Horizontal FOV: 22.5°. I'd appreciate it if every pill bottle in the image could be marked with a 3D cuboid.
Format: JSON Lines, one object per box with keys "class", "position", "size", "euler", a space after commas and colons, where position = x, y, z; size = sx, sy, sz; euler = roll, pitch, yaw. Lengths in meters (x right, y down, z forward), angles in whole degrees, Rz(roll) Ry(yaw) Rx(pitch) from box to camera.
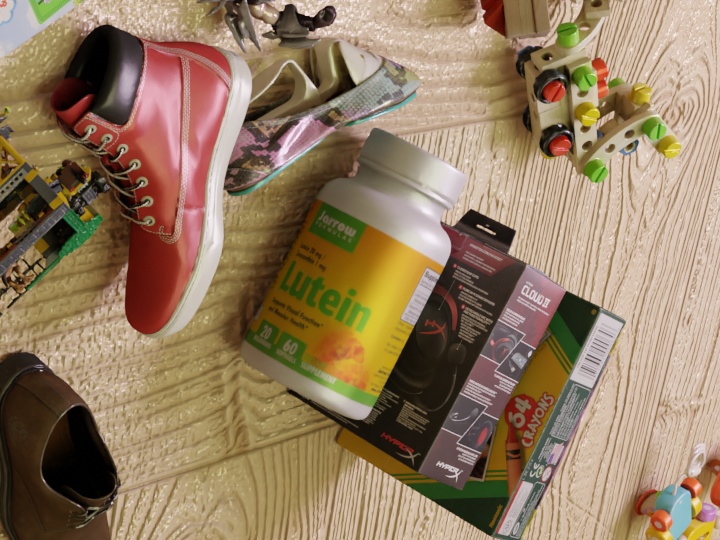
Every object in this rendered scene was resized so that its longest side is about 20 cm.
{"class": "pill bottle", "position": [0.000, 0.000, 1.366], "size": [0.111, 0.111, 0.201], "euler": [27, 90, -53]}

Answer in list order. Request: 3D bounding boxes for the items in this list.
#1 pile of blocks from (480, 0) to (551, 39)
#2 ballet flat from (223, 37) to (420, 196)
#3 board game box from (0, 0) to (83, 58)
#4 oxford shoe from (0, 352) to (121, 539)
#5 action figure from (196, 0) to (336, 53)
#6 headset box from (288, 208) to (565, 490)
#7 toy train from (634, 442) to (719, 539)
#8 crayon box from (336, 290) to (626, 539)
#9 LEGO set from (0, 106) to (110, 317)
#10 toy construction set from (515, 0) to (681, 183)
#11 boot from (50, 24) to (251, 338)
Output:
{"class": "pile of blocks", "position": [0.104, -0.267, 1.386], "size": [0.062, 0.082, 0.201], "euler": [-7, 116, 2]}
{"class": "ballet flat", "position": [-0.035, -0.123, 1.299], "size": [0.199, 0.069, 0.072], "euler": [-32, 114, -34]}
{"class": "board game box", "position": [-0.226, -0.196, 1.045], "size": [0.200, 0.036, 0.152], "euler": [-40, 138, -26]}
{"class": "oxford shoe", "position": [-0.202, 0.156, 1.246], "size": [0.073, 0.084, 0.201], "euler": [-39, 139, -30]}
{"class": "action figure", "position": [-0.035, -0.225, 1.229], "size": [0.199, 0.069, 0.131], "euler": [-33, 139, -29]}
{"class": "headset box", "position": [0.057, 0.047, 1.429], "size": [0.075, 0.148, 0.201], "euler": [28, 89, -53]}
{"class": "toy train", "position": [0.365, 0.242, 1.989], "size": [0.200, 0.055, 0.151], "euler": [21, 93, -56]}
{"class": "crayon box", "position": [0.096, 0.092, 1.483], "size": [0.058, 0.172, 0.201], "euler": [23, 93, -56]}
{"class": "LEGO set", "position": [-0.257, -0.023, 1.073], "size": [0.200, 0.116, 0.154], "euler": [-44, 175, 2]}
{"class": "toy construction set", "position": [0.197, -0.160, 1.517], "size": [0.130, 0.092, 0.201], "euler": [-23, 124, -9]}
{"class": "boot", "position": [-0.155, -0.056, 1.188], "size": [0.144, 0.072, 0.202], "euler": [4, 100, -50]}
